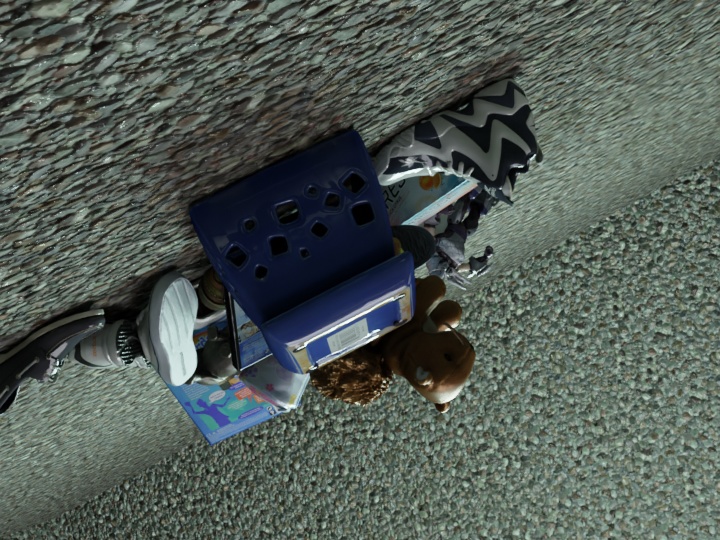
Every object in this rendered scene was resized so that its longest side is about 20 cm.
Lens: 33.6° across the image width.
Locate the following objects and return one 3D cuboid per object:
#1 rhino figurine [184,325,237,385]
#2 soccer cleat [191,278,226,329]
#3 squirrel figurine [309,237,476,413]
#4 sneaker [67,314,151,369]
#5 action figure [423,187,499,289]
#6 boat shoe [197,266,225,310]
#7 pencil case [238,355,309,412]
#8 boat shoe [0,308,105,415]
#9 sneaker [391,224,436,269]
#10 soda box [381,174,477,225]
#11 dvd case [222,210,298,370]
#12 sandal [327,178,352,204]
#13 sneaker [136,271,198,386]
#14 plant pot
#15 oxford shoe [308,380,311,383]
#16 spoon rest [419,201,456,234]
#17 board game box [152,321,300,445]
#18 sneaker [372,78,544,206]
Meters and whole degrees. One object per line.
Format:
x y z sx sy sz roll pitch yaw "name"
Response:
-0.165 0.097 1.593 0.200 0.060 0.087 -33 160 26 "rhino figurine"
-0.158 0.027 1.586 0.200 0.070 0.086 -23 171 -24 "soccer cleat"
0.035 0.094 1.402 0.200 0.187 0.142 -32 148 -4 "squirrel figurine"
-0.321 0.093 1.549 0.080 0.074 0.200 -5 174 5 "sneaker"
0.138 -0.062 1.645 0.069 0.130 0.200 -4 -132 43 "action figure"
-0.110 -0.007 1.521 0.200 0.072 0.068 -28 167 -33 "boat shoe"
-0.083 0.096 1.652 0.200 0.091 0.083 -57 -171 -11 "pencil case"
-0.380 0.111 1.434 0.200 0.063 0.073 -29 171 16 "boat shoe"
0.000 0.000 1.506 0.200 0.066 0.078 -26 173 -18 "sneaker"
0.080 -0.105 1.540 0.200 0.064 0.068 -34 168 38 "soda box"
-0.106 0.023 1.487 0.143 0.018 0.200 -27 138 -26 "dvd case"
-0.007 -0.062 1.485 0.082 0.055 0.200 -29 158 -20 "sandal"
-0.252 0.069 1.502 0.073 0.071 0.200 -41 154 -36 "sneaker"
-0.048 -0.005 1.284 0.200 0.180 0.200 -27 164 -5 "plant pot"
-0.022 0.100 1.732 0.200 0.070 0.075 -34 -149 48 "oxford shoe"
0.101 -0.078 1.734 0.061 0.099 0.200 -47 180 19 "spoon rest"
-0.197 0.143 1.706 0.152 0.200 0.045 -24 -147 7 "board game box"
0.119 -0.117 1.363 0.199 0.130 0.079 -27 171 5 "sneaker"
